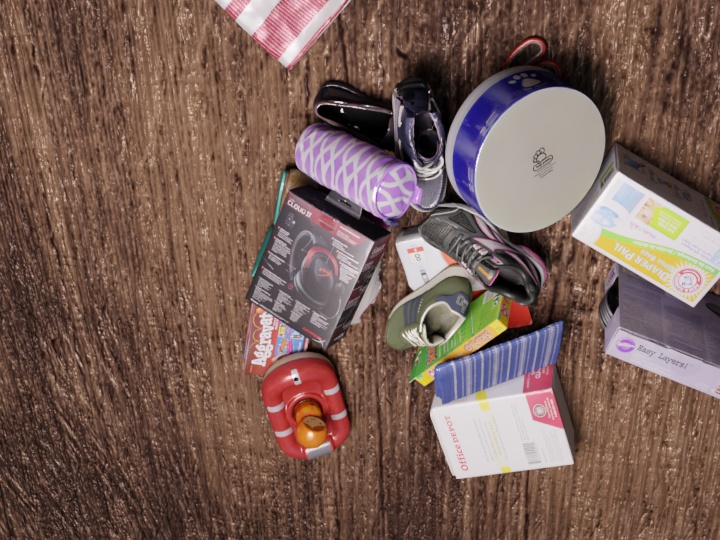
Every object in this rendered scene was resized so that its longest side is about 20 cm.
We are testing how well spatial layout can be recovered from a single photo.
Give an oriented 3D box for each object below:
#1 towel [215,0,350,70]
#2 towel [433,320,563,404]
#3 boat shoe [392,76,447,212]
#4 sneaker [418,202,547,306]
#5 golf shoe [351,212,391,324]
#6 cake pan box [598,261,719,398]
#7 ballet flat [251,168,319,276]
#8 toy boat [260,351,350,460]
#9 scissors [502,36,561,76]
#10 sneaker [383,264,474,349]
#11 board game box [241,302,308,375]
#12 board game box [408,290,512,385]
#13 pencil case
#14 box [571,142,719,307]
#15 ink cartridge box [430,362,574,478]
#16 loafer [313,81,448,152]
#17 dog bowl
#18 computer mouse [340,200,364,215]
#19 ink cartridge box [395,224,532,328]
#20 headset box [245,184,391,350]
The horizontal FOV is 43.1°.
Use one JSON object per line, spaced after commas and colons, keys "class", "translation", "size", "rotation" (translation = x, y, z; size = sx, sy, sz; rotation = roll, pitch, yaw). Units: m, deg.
{"class": "towel", "translation": [-0.127, -0.385, 1.221], "size": [0.200, 0.023, 0.144], "rotation": [42, 121, -11]}
{"class": "towel", "translation": [0.202, 0.136, 1.353], "size": [0.197, 0.024, 0.145], "rotation": [-20, 152, -3]}
{"class": "boat shoe", "translation": [0.082, -0.146, 1.212], "size": [0.074, 0.093, 0.202], "rotation": [-14, 126, 1]}
{"class": "sneaker", "translation": [0.172, -0.020, 1.262], "size": [0.198, 0.087, 0.081], "rotation": [26, 121, -2]}
{"class": "golf shoe", "translation": [0.000, 0.000, 1.390], "size": [0.091, 0.076, 0.201], "rotation": [15, 116, -39]}
{"class": "cake pan box", "translation": [0.426, 0.076, 1.249], "size": [0.197, 0.185, 0.053], "rotation": [21, 123, 0]}
{"class": "ballet flat", "translation": [-0.108, -0.060, 1.383], "size": [0.071, 0.068, 0.202], "rotation": [15, 118, -11]}
{"class": "toy boat", "translation": [-0.085, 0.236, 1.483], "size": [0.129, 0.131, 0.202], "rotation": [-17, 119, -4]}
{"class": "scissors", "translation": [0.188, -0.228, 1.238], "size": [0.073, 0.014, 0.200], "rotation": [39, 122, -12]}
{"class": "sneaker", "translation": [0.095, 0.079, 1.353], "size": [0.067, 0.091, 0.200], "rotation": [29, 132, -19]}
{"class": "board game box", "translation": [-0.128, 0.088, 1.455], "size": [0.101, 0.020, 0.202], "rotation": [0, 129, -17]}
{"class": "board game box", "translation": [0.148, 0.097, 1.356], "size": [0.030, 0.096, 0.199], "rotation": [40, 129, -15]}
{"class": "pencil case", "translation": [-0.005, -0.137, 1.233], "size": [0.199, 0.085, 0.085], "rotation": [35, 118, 41]}
{"class": "box", "translation": [0.396, -0.061, 1.226], "size": [0.198, 0.102, 0.113], "rotation": [29, 122, -3]}
{"class": "ink cartridge box", "translation": [0.227, 0.239, 1.450], "size": [0.197, 0.084, 0.147], "rotation": [-12, 115, 20]}
{"class": "loafer", "translation": [0.026, -0.199, 1.263], "size": [0.197, 0.063, 0.073], "rotation": [21, 121, 1]}
{"class": "dog bowl", "translation": [0.213, -0.154, 1.176], "size": [0.197, 0.079, 0.203], "rotation": [-13, 123, -20]}
{"class": "computer mouse", "translation": [-0.030, -0.060, 1.333], "size": [0.058, 0.034, 0.203], "rotation": [23, 104, 38]}
{"class": "ink cartridge box", "translation": [0.156, 0.019, 1.364], "size": [0.160, 0.050, 0.202], "rotation": [-11, 113, 20]}
{"class": "headset box", "translation": [-0.057, -0.015, 1.299], "size": [0.147, 0.075, 0.202], "rotation": [30, 112, 14]}
